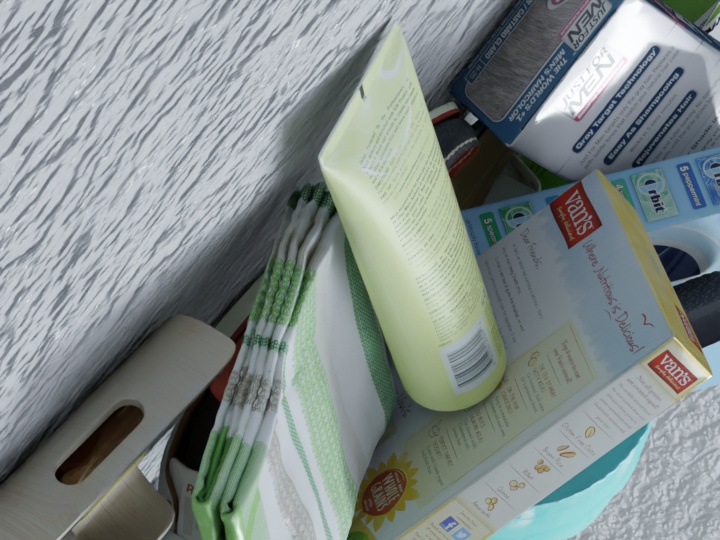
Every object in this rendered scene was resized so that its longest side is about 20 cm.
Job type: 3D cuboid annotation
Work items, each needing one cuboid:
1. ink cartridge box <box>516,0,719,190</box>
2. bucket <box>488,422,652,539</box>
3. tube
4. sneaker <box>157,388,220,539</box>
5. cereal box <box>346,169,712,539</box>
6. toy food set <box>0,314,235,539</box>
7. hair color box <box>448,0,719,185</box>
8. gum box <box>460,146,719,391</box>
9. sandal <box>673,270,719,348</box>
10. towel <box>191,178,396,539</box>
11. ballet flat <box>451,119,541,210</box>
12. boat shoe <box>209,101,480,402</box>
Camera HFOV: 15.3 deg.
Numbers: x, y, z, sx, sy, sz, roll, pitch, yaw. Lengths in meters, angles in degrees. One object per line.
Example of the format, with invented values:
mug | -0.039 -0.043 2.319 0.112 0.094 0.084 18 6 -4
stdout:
ink cartridge box | 0.170 -0.145 1.536 0.148 0.076 0.200 -41 167 -48
bucket | 0.081 0.060 1.546 0.207 0.207 0.135 -49 172 -11
tube | 0.021 -0.016 1.162 0.052 0.058 0.200 -21 141 0
sneaker | -0.081 0.139 1.295 0.085 0.073 0.200 76 21 -71
cereal box | 0.060 0.056 1.262 0.200 0.040 0.144 -36 -147 14
toy food set | -0.117 0.114 1.152 0.144 0.060 0.200 -46 172 -27
hair color box | 0.147 -0.084 1.384 0.200 0.061 0.100 26 106 -48
gum box | 0.132 0.015 1.399 0.200 0.045 0.170 -14 146 -5
sandal | 0.109 0.057 1.336 0.200 0.043 0.076 -20 -166 4
towel | -0.022 0.078 1.145 0.200 0.031 0.149 -74 156 -46
ballet flat | 0.087 -0.071 1.431 0.200 0.063 0.069 -52 -179 10
boat shoe | 0.000 0.000 1.287 0.200 0.063 0.071 -48 170 -27
